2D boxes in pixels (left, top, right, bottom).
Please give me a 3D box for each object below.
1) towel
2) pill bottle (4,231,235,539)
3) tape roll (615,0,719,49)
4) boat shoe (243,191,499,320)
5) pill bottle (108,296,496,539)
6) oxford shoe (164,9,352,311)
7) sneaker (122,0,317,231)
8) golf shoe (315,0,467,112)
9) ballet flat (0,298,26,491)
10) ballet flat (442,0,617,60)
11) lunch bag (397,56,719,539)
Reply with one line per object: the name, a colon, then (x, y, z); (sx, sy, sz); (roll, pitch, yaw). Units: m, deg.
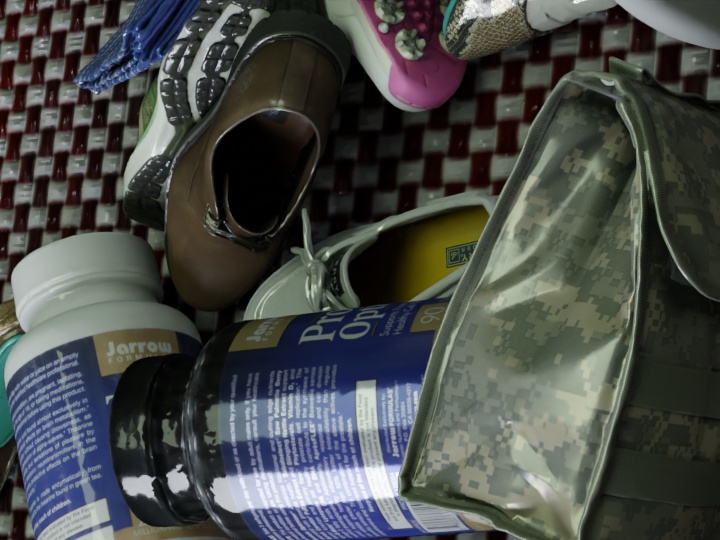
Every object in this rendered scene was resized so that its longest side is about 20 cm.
towel: (-0.099, -0.164, 1.159); (0.145, 0.024, 0.200); (-58, 13, -9)
pill bottle: (-0.131, 0.085, 1.164); (0.111, 0.111, 0.200); (-31, 62, 32)
tape roll: (0.160, -0.205, 0.921); (0.202, 0.139, 0.203); (-3, 81, 22)
boat shoe: (0.001, 0.004, 1.083); (0.202, 0.086, 0.075); (-15, 71, 38)
pill bottle: (-0.014, 0.075, 1.033); (0.200, 0.112, 0.112); (-7, 76, 22)
oxford shoe: (-0.065, -0.038, 1.118); (0.200, 0.073, 0.085); (113, 171, -45)
sneaker: (-0.084, -0.112, 1.170); (0.200, 0.077, 0.089); (124, 149, -43)
golf shoe: (-0.003, -0.155, 1.143); (0.092, 0.075, 0.200); (-49, 50, 41)
ballet flat: (-0.237, 0.097, 1.299); (0.200, 0.070, 0.065); (-50, 26, 18)
ballet flat: (0.115, -0.176, 1.041); (0.075, 0.068, 0.200); (39, 103, 30)
lunch bag: (0.125, 0.021, 0.918); (0.117, 0.164, 0.200); (17, 93, 39)
